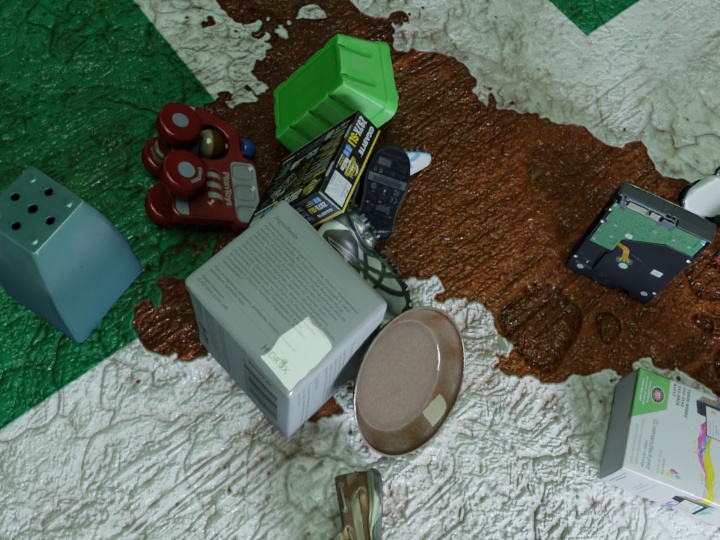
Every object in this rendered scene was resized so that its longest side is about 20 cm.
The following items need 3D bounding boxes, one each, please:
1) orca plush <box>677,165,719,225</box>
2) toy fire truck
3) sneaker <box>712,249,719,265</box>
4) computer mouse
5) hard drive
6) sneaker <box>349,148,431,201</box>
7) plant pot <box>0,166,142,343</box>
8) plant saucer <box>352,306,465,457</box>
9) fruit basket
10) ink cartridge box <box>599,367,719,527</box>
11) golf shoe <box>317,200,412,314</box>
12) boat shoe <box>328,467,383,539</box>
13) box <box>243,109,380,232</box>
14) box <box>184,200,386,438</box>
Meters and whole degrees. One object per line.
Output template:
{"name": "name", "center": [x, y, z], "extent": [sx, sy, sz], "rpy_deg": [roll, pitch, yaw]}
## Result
{"name": "orca plush", "center": [0.606, -0.146, 1.189], "extent": [0.197, 0.106, 0.071], "rpy_deg": [-28, 27, 7]}
{"name": "toy fire truck", "center": [-0.233, -0.154, 1.097], "extent": [0.165, 0.112, 0.204], "rpy_deg": [4, 62, -31]}
{"name": "sneaker", "center": [0.655, -0.035, 1.148], "extent": [0.197, 0.078, 0.083], "rpy_deg": [-27, 74, -7]}
{"name": "computer mouse", "center": [-0.007, -0.090, 1.065], "extent": [0.138, 0.046, 0.205], "rpy_deg": [8, 97, -22]}
{"name": "hard drive", "center": [0.393, -0.034, 1.043], "extent": [0.138, 0.201, 0.038], "rpy_deg": [25, 64, 7]}
{"name": "sneaker", "center": [0.025, -0.138, 1.132], "extent": [0.197, 0.072, 0.074], "rpy_deg": [-22, 92, -17]}
{"name": "plant pot", "center": [-0.401, -0.031, 0.957], "extent": [0.140, 0.201, 0.142], "rpy_deg": [31, 65, 10]}
{"name": "plant saucer", "center": [0.059, 0.142, 0.958], "extent": [0.200, 0.203, 0.036], "rpy_deg": [-42, 35, -22]}
{"name": "fruit basket", "center": [-0.012, -0.255, 1.135], "extent": [0.210, 0.217, 0.159], "rpy_deg": [-3, 65, -7]}
{"name": "ink cartridge box", "center": [0.441, 0.242, 0.982], "extent": [0.196, 0.084, 0.147], "rpy_deg": [21, 64, 3]}
{"name": "golf shoe", "center": [0.000, 0.000, 1.017], "extent": [0.094, 0.201, 0.078], "rpy_deg": [-37, 31, -5]}
{"name": "boat shoe", "center": [-0.007, 0.347, 0.896], "extent": [0.070, 0.076, 0.203], "rpy_deg": [1, 56, -1]}
{"name": "box", "center": [-0.073, -0.122, 1.031], "extent": [0.049, 0.198, 0.162], "rpy_deg": [38, 53, -25]}
{"name": "box", "center": [-0.096, 0.067, 0.943], "extent": [0.171, 0.200, 0.200], "rpy_deg": [-39, 74, -22]}
